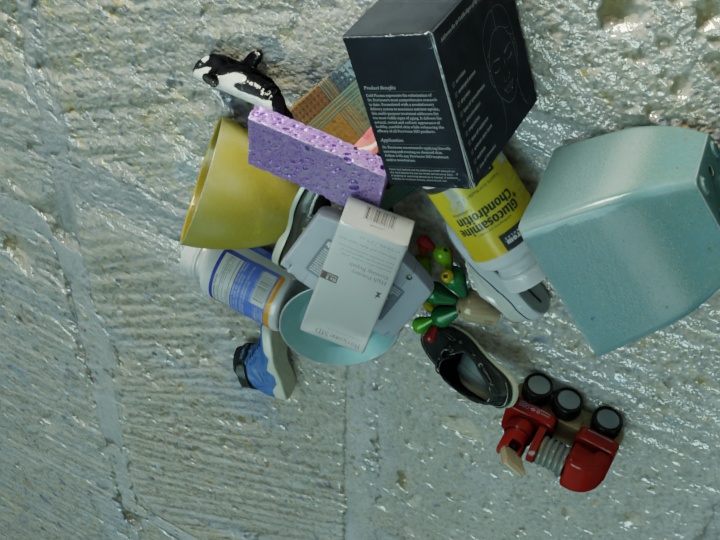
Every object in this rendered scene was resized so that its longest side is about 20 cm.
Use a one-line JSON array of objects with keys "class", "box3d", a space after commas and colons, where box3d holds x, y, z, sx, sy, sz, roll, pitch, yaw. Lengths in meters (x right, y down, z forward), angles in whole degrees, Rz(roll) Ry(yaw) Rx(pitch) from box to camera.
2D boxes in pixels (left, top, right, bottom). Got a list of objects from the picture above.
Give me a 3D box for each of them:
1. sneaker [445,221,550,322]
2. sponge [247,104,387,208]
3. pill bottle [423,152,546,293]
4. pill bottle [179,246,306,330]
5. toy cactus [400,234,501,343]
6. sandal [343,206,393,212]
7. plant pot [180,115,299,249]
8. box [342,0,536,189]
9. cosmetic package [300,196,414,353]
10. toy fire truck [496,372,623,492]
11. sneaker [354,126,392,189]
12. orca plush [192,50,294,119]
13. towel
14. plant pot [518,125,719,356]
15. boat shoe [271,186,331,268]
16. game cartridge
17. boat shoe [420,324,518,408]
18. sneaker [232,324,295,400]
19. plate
[{"class": "sneaker", "box3d": [0.178, 0.002, 1.527, 0.200, 0.073, 0.071, 49, 137, -11]}, {"class": "sponge", "box3d": [-0.059, -0.144, 1.452, 0.198, 0.030, 0.112, 23, 152, 4]}, {"class": "pill bottle", "box3d": [0.174, -0.073, 1.427, 0.111, 0.112, 0.201, -18, 115, 47]}, {"class": "pill bottle", "box3d": [-0.196, 0.009, 1.803, 0.198, 0.112, 0.113, 27, 140, 16]}, {"class": "toy cactus", "box3d": [0.128, 0.043, 1.604, 0.163, 0.103, 0.202, 20, 130, 8]}, {"class": "sandal", "box3d": [0.013, -0.077, 1.603, 0.075, 0.048, 0.202, 1, 127, 37]}, {"class": "plant pot", "box3d": [-0.174, -0.113, 1.632, 0.140, 0.202, 0.200, 18, 144, -14]}, {"class": "box", "box3d": [0.099, -0.233, 1.263, 0.123, 0.200, 0.198, 7, 131, 33]}, {"class": "cosmetic package", "box3d": [-0.006, 0.009, 1.484, 0.101, 0.074, 0.202, 20, 125, 0]}, {"class": "toy fire truck", "box3d": [0.278, 0.264, 1.596, 0.175, 0.200, 0.130, 26, 140, 16]}, {"class": "sneaker", "box3d": [0.043, -0.174, 1.445, 0.073, 0.087, 0.200, 34, 150, -15]}, {"class": "orca plush", "box3d": [-0.161, -0.278, 1.528, 0.200, 0.104, 0.072, 33, 105, 51]}, {"class": "towel", "box3d": [0.006, -0.183, 1.506, 0.146, 0.022, 0.201, -33, 102, 33]}, {"class": "plant pot", "box3d": [0.336, -0.054, 1.266, 0.199, 0.196, 0.197, -21, 113, 36]}, {"class": "boat shoe", "box3d": [-0.071, -0.071, 1.581, 0.060, 0.072, 0.202, 35, 134, 11]}, {"class": "game cartridge", "box3d": [0.000, 0.000, 1.545, 0.199, 0.042, 0.134, 35, 119, -8]}, {"class": "boat shoe", "box3d": [0.149, 0.145, 1.644, 0.199, 0.066, 0.075, 44, 124, 36]}, {"class": "sneaker", "box3d": [-0.186, 0.151, 1.957, 0.110, 0.077, 0.201, 11, 141, 18]}, {"class": "plate", "box3d": [-0.034, 0.084, 1.766, 0.197, 0.026, 0.202, 0, 137, 0]}]
